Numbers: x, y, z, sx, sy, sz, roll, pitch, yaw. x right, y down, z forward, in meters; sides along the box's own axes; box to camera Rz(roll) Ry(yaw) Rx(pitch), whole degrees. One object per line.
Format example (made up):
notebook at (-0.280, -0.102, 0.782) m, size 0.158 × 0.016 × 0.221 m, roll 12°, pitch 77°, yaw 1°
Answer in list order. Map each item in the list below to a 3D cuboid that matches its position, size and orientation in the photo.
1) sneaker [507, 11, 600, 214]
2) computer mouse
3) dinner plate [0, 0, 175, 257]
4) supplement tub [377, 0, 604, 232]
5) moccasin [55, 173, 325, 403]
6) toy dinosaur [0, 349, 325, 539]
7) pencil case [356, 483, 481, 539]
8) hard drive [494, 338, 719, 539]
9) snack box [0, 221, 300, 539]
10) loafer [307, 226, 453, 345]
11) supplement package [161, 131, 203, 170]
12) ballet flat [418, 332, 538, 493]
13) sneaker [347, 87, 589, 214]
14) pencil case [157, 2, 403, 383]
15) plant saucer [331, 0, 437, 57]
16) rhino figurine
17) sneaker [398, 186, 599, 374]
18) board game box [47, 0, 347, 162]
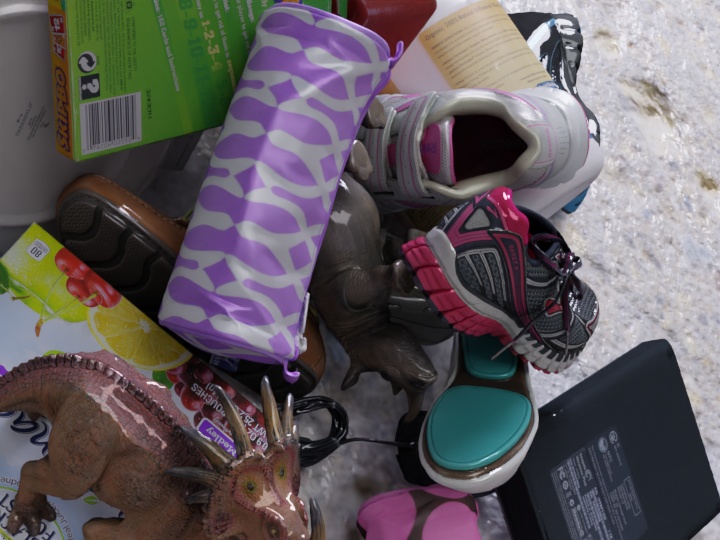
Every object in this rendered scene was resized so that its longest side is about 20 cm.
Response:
sneaker at (0.147, -0.133, 1.009) m, size 0.081 × 0.074 × 0.202 m, roll 5°, pitch 54°, yaw -13°
computer mouse at (0.016, 0.116, 0.787) m, size 0.197 × 0.034 × 0.060 m, roll 11°, pitch 69°, yaw -27°
dinner plate at (-0.186, -0.085, 0.664) m, size 0.198 × 0.202 × 0.024 m, roll -1°, pitch 36°, yaw -34°
supplement tub at (0.069, -0.116, 0.883) m, size 0.144 × 0.145 × 0.201 m, roll -28°, pitch 81°, yaw -41°
moccasin at (-0.096, 0.003, 0.732) m, size 0.200 × 0.073 × 0.079 m, roll 32°, pitch 42°, yaw -29°
toy dinosaur at (-0.102, 0.082, 0.567) m, size 0.199 × 0.135 × 0.087 m, roll 33°, pitch 52°, yaw -14°
pencil case at (0.050, 0.232, 0.708) m, size 0.089 × 0.094 × 0.203 m, roll -14°, pitch 65°, yaw 9°
hard drive at (0.178, 0.148, 0.852) m, size 0.199 × 0.033 × 0.142 m, roll -23°, pitch 96°, yaw -41°
snack box at (-0.156, 0.103, 0.653) m, size 0.199 × 0.068 × 0.169 m, roll 40°, pitch 49°, yaw -6°
loafer at (-0.007, -0.010, 0.818) m, size 0.198 × 0.070 × 0.071 m, roll 21°, pitch 53°, yaw -23°
supplement package at (-0.191, -0.148, 0.733) m, size 0.197 × 0.120 × 0.123 m, roll 1°, pitch 54°, yaw -34°
ballet flat at (0.077, 0.092, 0.753) m, size 0.069 × 0.070 × 0.201 m, roll 38°, pitch 27°, yaw -9°
sneaker at (0.042, -0.080, 0.771) m, size 0.088 × 0.197 × 0.083 m, roll -16°, pitch 97°, yaw -70°
pencil case at (-0.044, -0.043, 0.663) m, size 0.084 × 0.084 × 0.203 m, roll 17°, pitch 84°, yaw 4°
plant saucer at (-0.055, -0.198, 0.815) m, size 0.036 × 0.200 × 0.201 m, roll -32°, pitch 83°, yaw -31°
rhino figurine at (0.000, 0.000, 0.749) m, size 0.060 × 0.087 × 0.203 m, roll -30°, pitch 104°, yaw -51°
sneaker at (0.105, 0.008, 0.738) m, size 0.199 × 0.074 × 0.081 m, roll 19°, pitch 36°, yaw -57°
board game box at (-0.083, -0.130, 0.683) m, size 0.198 × 0.097 × 0.030 m, roll -19°, pitch 33°, yaw -39°
